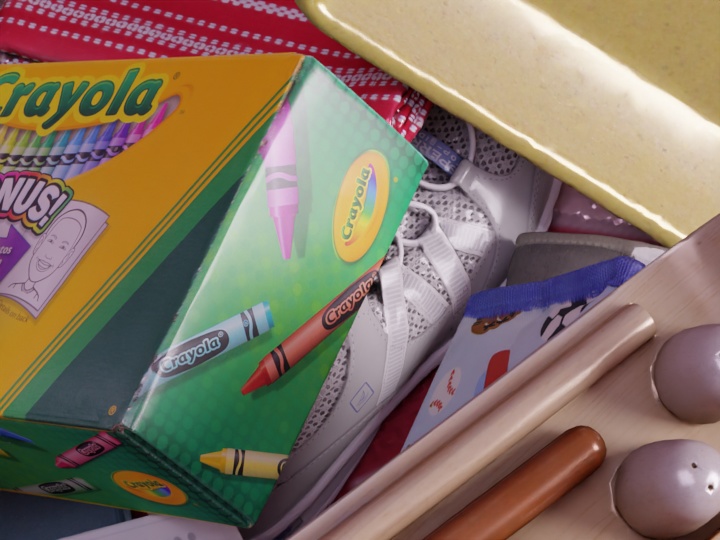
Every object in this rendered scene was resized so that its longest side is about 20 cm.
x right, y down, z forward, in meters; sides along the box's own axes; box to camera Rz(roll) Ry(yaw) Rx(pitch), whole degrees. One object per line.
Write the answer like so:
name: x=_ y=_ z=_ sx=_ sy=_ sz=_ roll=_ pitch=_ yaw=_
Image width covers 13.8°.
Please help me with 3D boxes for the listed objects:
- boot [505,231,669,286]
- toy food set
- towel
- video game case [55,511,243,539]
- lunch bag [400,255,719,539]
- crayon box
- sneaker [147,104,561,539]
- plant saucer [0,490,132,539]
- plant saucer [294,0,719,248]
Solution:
boot: x=0.034 y=0.084 z=0.875 sx=0.181 sy=0.073 sz=0.201 roll=11 pitch=82 yaw=-1
toy food set: x=0.066 y=0.090 z=0.688 sx=0.200 sy=0.060 sz=0.144 roll=-36 pitch=90 yaw=-18
towel: x=-0.014 y=-0.126 z=0.937 sx=0.144 sy=0.023 sz=0.200 roll=16 pitch=58 yaw=19
video game case: x=-0.052 y=0.164 z=0.775 sx=0.143 sy=0.018 sz=0.200 roll=-12 pitch=67 yaw=-40
lunch bag: x=0.099 y=0.117 z=0.787 sx=0.200 sy=0.124 sz=0.170 roll=32 pitch=74 yaw=-17
crayon box: x=-0.085 y=0.002 z=0.868 sx=0.200 sy=0.058 sz=0.119 roll=2 pitch=60 yaw=48
sneaker: x=0.000 y=0.000 z=0.900 sx=0.075 sy=0.082 sz=0.200 roll=27 pitch=80 yaw=17
plant saucer: x=-0.092 y=0.135 z=0.912 sx=0.070 sy=0.019 sz=0.201 roll=-15 pitch=73 yaw=6
plant saucer: x=0.115 y=-0.106 z=0.849 sx=0.200 sy=0.200 sz=0.049 roll=-47 pitch=24 yaw=30
